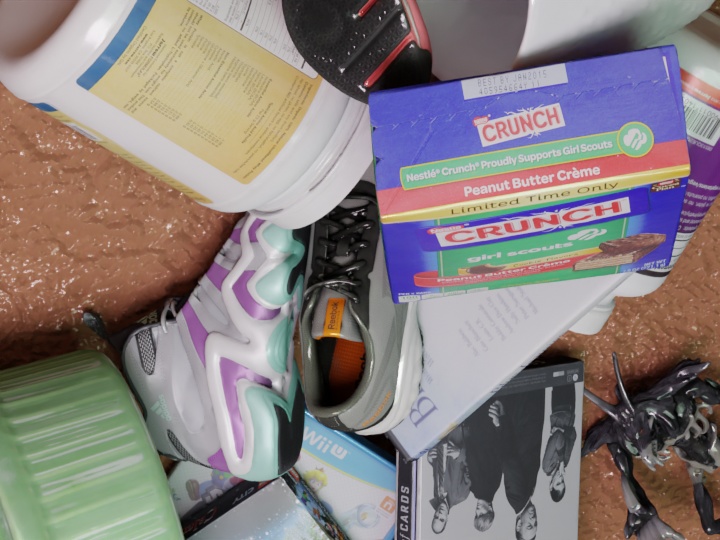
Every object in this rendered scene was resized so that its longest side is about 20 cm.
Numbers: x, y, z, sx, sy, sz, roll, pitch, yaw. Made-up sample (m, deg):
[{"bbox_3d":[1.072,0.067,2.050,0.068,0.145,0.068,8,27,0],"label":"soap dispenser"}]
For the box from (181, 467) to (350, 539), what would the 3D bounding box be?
[{"bbox_3d":[-0.089,0.228,1.816,0.200,0.038,0.137,-34,104,12],"label":"box"}]

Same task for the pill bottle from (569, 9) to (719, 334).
[{"bbox_3d":[0.164,-0.064,1.736,0.112,0.113,0.200,21,111,-26],"label":"pill bottle"}]

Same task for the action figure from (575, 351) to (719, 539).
[{"bbox_3d":[0.226,0.133,1.873,0.200,0.102,0.119,33,116,-31],"label":"action figure"}]

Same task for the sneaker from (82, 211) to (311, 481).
[{"bbox_3d":[-0.102,0.023,1.730,0.139,0.078,0.201,6,88,16],"label":"sneaker"}]

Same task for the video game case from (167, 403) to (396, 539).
[{"bbox_3d":[-0.069,0.177,1.828,0.143,0.018,0.200,33,106,-8],"label":"video game case"}]

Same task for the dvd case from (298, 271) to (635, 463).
[{"bbox_3d":[0.058,0.001,1.720,0.200,0.143,0.018,-42,167,22],"label":"dvd case"}]

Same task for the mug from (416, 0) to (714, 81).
[{"bbox_3d":[0.108,-0.192,1.598,0.175,0.200,0.148,-15,110,-30],"label":"mug"}]

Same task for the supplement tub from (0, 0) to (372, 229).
[{"bbox_3d":[-0.092,-0.122,1.606,0.200,0.145,0.145,31,106,-29],"label":"supplement tub"}]

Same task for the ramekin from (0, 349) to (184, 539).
[{"bbox_3d":[-0.174,0.144,1.704,0.097,0.200,0.201,-19,122,-15],"label":"ramekin"}]

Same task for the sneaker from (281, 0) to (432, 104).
[{"bbox_3d":[-0.013,-0.182,1.558,0.074,0.087,0.200,-38,84,33],"label":"sneaker"}]

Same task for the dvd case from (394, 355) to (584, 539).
[{"bbox_3d":[0.082,0.162,1.816,0.150,0.025,0.201,-7,102,-42],"label":"dvd case"}]

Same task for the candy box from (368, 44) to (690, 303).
[{"bbox_3d":[0.092,-0.049,1.571,0.168,0.077,0.200,-8,164,1],"label":"candy box"}]

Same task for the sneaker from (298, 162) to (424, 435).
[{"bbox_3d":[0.000,0.000,1.694,0.074,0.079,0.201,2,93,26],"label":"sneaker"}]
